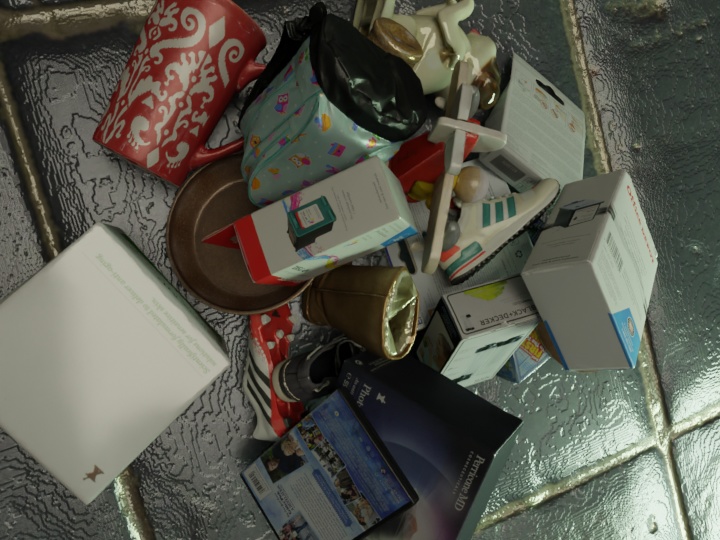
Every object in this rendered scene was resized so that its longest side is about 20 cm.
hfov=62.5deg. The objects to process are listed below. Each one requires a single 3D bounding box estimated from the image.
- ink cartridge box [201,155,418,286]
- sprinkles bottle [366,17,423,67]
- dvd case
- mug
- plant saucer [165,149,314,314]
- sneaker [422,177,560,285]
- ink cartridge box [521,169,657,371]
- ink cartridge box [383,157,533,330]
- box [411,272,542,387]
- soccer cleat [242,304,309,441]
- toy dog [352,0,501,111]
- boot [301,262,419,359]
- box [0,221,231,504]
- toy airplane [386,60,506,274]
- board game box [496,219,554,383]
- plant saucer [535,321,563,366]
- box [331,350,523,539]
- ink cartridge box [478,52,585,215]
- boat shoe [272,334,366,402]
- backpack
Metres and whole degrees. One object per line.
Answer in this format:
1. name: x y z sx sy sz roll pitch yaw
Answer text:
1. ink cartridge box: -0.049 -0.037 0.616 0.197 0.116 0.068 -23 81 12
2. sprinkles bottle: -0.007 -0.199 0.714 0.067 0.200 0.069 23 41 -22
3. dvd case: -0.043 0.244 0.674 0.200 0.017 0.143 -44 75 27
4. mug: -0.194 -0.201 0.676 0.176 0.133 0.202 27 86 19
5. plant saucer: -0.133 -0.045 0.722 0.197 0.037 0.204 0 77 1
6. sneaker: 0.165 -0.074 0.759 0.199 0.070 0.094 -39 79 -11
7. ink cartridge box: 0.281 -0.003 0.706 0.148 0.085 0.200 59 43 -21
8. ink cartridge box: 0.126 -0.038 0.804 0.197 0.043 0.199 -18 78 -8
9. box: 0.141 0.090 0.760 0.115 0.201 0.061 -14 62 -15
10. soccer cleat: -0.119 0.114 0.749 0.068 0.084 0.203 4 69 -51
11. toy dog: 0.093 -0.269 0.773 0.197 0.139 0.197 8 96 -18
12. boot: 0.000 0.000 0.711 0.065 0.199 0.179 1 94 -30
13. box: -0.278 0.086 0.640 0.200 0.171 0.200 -43 102 -10
14. toy airplane: 0.101 -0.123 0.690 0.139 0.200 0.201 19 118 -27
15. board game box: 0.241 0.049 0.863 0.200 0.062 0.200 44 78 -13
16. plant saucer: 0.338 0.047 0.843 0.197 0.037 0.204 0 90 -18
17. box: 0.054 0.225 0.698 0.196 0.123 0.203 26 107 25
18. ink cartridge box: 0.252 -0.195 0.855 0.159 0.047 0.202 31 54 -20
19. boat shoe: -0.016 0.116 0.742 0.198 0.062 0.074 -11 81 -47
20. backpack: -0.047 -0.148 0.622 0.166 0.199 0.128 24 49 -39
